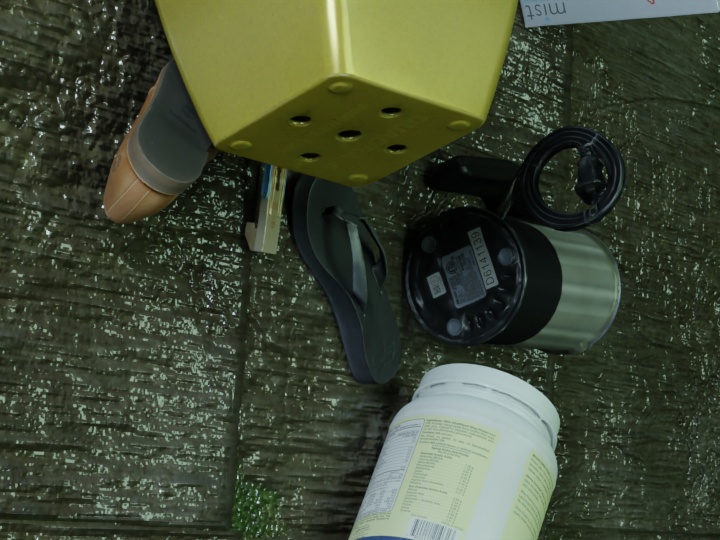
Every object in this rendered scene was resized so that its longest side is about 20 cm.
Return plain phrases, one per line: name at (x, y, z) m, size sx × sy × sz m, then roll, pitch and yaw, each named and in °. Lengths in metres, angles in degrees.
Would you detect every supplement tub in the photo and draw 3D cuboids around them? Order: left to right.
supplement tub at (0.076, 0.191, 1.650) m, size 0.145 × 0.145 × 0.200 m, roll 55°, pitch 46°, yaw -41°

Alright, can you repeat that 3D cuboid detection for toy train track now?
toy train track at (-0.069, -0.113, 1.540) m, size 0.115 × 0.033 × 0.200 m, roll 9°, pitch 87°, yaw -64°

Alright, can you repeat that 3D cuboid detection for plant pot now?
plant pot at (-0.014, -0.171, 1.384) m, size 0.200 × 0.200 × 0.176 m, roll 15°, pitch 62°, yaw -39°

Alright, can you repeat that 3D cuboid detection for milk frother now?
milk frother at (0.168, -0.022, 1.751) m, size 0.188 × 0.200 × 0.181 m, roll 7°, pitch 80°, yaw -58°

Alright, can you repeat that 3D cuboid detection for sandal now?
sandal at (0.000, 0.000, 1.630) m, size 0.076 × 0.043 × 0.200 m, roll -54°, pitch 133°, yaw -43°

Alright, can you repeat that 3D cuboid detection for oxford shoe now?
oxford shoe at (-0.132, -0.093, 1.417) m, size 0.071 × 0.071 × 0.200 m, roll 43°, pitch 30°, yaw -5°

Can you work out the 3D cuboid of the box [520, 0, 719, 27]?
box at (0.239, -0.323, 1.867) m, size 0.097 × 0.200 × 0.177 m, roll -38°, pitch 121°, yaw -50°
